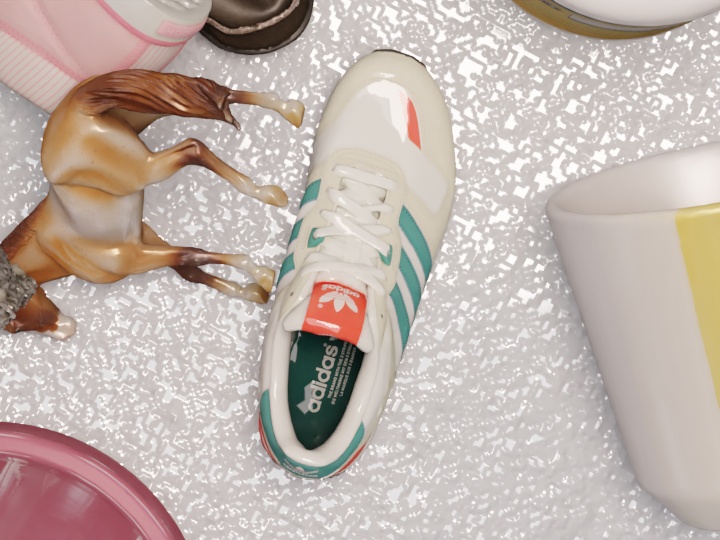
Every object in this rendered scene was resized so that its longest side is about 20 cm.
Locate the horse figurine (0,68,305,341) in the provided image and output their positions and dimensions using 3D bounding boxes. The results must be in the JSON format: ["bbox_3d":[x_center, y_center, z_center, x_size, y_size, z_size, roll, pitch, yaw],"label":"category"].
[{"bbox_3d":[-0.097,-0.034,1.279,0.132,0.200,0.050,10,54,-3],"label":"horse figurine"}]

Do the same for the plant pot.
[{"bbox_3d":[-0.168,0.170,1.266,0.199,0.179,0.201,0,91,0],"label":"plant pot"}]

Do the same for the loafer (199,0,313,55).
[{"bbox_3d":[-0.078,-0.192,1.306,0.073,0.071,0.201,-22,92,0],"label":"loafer"}]

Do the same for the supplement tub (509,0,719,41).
[{"bbox_3d":[0.113,-0.172,1.243,0.144,0.200,0.146,0,92,-1],"label":"supplement tub"}]

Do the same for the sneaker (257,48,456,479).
[{"bbox_3d":[0.000,0.000,1.302,0.070,0.093,0.201,15,92,-1],"label":"sneaker"}]

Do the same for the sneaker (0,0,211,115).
[{"bbox_3d":[-0.154,-0.152,1.305,0.201,0.075,0.105,55,127,19],"label":"sneaker"}]

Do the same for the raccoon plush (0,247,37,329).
[{"bbox_3d":[-0.221,0.053,1.290,0.133,0.097,0.201,12,121,-2],"label":"raccoon plush"}]

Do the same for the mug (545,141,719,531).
[{"bbox_3d":[0.174,0.032,1.270,0.149,0.186,0.154,-15,101,-19],"label":"mug"}]
